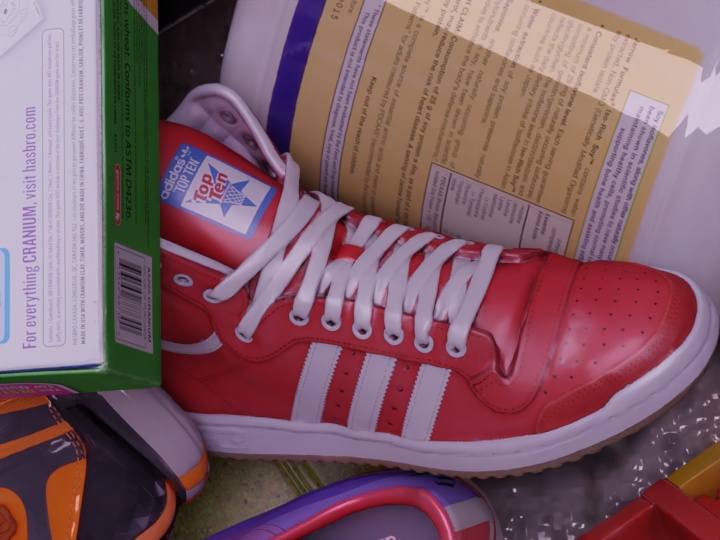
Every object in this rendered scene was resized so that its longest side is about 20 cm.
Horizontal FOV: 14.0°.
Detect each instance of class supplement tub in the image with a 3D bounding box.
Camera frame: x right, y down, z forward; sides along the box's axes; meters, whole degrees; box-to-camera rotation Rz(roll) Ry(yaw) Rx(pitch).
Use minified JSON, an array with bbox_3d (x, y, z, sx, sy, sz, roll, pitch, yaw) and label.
[{"bbox_3d":[0.070,-0.062,0.933,0.199,0.145,0.146,23,84,11],"label":"supplement tub"}]

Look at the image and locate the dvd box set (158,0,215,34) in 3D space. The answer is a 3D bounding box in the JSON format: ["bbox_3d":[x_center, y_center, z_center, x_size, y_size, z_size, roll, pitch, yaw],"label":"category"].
[{"bbox_3d":[-0.044,-0.177,0.927,0.029,0.146,0.201,21,64,-29],"label":"dvd box set"}]

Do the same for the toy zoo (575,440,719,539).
[{"bbox_3d":[0.123,0.100,0.903,0.200,0.131,0.021,-33,120,-13],"label":"toy zoo"}]

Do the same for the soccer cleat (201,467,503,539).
[{"bbox_3d":[-0.051,0.114,0.908,0.199,0.073,0.068,-25,79,4],"label":"soccer cleat"}]

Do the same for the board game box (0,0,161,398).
[{"bbox_3d":[-0.157,-0.036,0.854,0.199,0.040,0.154,-4,79,19],"label":"board game box"}]

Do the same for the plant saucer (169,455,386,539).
[{"bbox_3d":[-0.070,0.107,0.974,0.200,0.048,0.200,-36,78,1],"label":"plant saucer"}]

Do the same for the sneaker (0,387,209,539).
[{"bbox_3d":[-0.150,0.036,0.895,0.200,0.078,0.112,40,67,3],"label":"sneaker"}]

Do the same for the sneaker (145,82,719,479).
[{"bbox_3d":[0.000,0.000,0.866,0.199,0.113,0.071,-5,43,32],"label":"sneaker"}]
